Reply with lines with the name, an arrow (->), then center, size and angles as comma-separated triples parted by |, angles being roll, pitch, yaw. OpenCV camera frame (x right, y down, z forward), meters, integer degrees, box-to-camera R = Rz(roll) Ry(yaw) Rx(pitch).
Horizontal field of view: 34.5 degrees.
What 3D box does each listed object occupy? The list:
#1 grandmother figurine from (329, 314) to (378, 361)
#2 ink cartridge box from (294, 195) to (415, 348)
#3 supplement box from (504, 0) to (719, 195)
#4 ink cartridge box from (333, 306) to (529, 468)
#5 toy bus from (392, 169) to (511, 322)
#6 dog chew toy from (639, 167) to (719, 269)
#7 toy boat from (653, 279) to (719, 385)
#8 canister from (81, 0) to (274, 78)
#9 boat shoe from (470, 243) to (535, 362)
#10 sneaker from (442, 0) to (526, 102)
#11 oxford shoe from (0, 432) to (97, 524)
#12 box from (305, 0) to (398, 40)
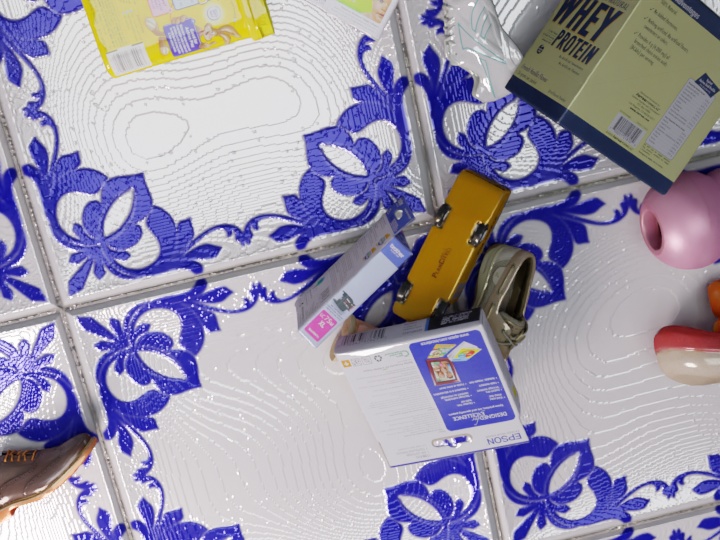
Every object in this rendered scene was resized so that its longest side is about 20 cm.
grandmother figurine -> 0.067, 0.115, 1.515 | 0.199, 0.061, 0.122 | 21, 130, -14
ink cartridge box -> 0.000, 0.000, 1.438 | 0.042, 0.119, 0.200 | 41, 99, -14
supplement box -> 0.321, -0.236, 1.366 | 0.199, 0.134, 0.200 | 27, 103, -32
ink cartridge box -> 0.093, 0.151, 1.467 | 0.196, 0.047, 0.201 | -13, 124, 19
toy bus -> 0.114, -0.024, 1.456 | 0.065, 0.078, 0.201 | 28, 101, 13
dog chew toy -> 0.458, -0.076, 1.465 | 0.199, 0.125, 0.125 | -15, 108, -9
toy boat -> 0.484, 0.076, 1.524 | 0.198, 0.131, 0.132 | -8, 77, -4
canister -> -0.215, -0.318, 1.341 | 0.199, 0.087, 0.149 | -16, 107, 1
boat shoe -> 0.178, 0.068, 1.483 | 0.072, 0.065, 0.201 | 10, 95, -41
sneaker -> 0.130, -0.291, 1.392 | 0.080, 0.070, 0.201 | -31, 108, 7
oxford shoe -> -0.433, 0.260, 1.500 | 0.199, 0.071, 0.073 | -33, 102, 5
box -> 0.015, -0.385, 1.335 | 0.112, 0.101, 0.201 | 26, 102, -13
